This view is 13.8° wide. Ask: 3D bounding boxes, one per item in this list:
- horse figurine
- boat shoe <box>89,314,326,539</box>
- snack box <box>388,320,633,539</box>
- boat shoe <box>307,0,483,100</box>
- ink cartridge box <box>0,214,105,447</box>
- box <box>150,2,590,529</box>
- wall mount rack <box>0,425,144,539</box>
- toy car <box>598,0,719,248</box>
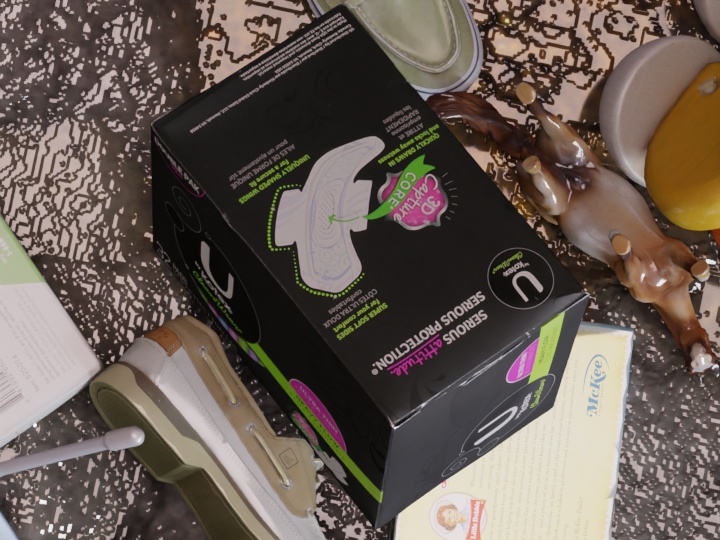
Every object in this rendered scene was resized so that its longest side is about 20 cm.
[{"bbox_3d":[0.123,-0.031,1.560,0.200,0.133,0.050,44,89,13],"label":"horse figurine"},{"bbox_3d":[-0.052,0.112,1.551,0.068,0.075,0.200,-44,105,-25],"label":"boat shoe"},{"bbox_3d":[0.076,0.123,1.578,0.116,0.037,0.200,7,86,-2],"label":"snack box"},{"bbox_3d":[-0.009,-0.172,1.578,0.072,0.062,0.200,-40,90,-5],"label":"boat shoe"},{"bbox_3d":[-0.246,0.062,1.547,0.200,0.067,0.117,-34,89,-5],"label":"ink cartridge box"},{"bbox_3d":[0.000,0.000,1.492,0.124,0.149,0.200,-33,71,-17],"label":"box"},{"bbox_3d":[-0.164,0.161,1.509,0.174,0.075,0.200,-32,115,-6],"label":"wall mount rack"},{"bbox_3d":[0.240,-0.089,1.556,0.150,0.175,0.200,38,84,-35],"label":"toy car"}]
